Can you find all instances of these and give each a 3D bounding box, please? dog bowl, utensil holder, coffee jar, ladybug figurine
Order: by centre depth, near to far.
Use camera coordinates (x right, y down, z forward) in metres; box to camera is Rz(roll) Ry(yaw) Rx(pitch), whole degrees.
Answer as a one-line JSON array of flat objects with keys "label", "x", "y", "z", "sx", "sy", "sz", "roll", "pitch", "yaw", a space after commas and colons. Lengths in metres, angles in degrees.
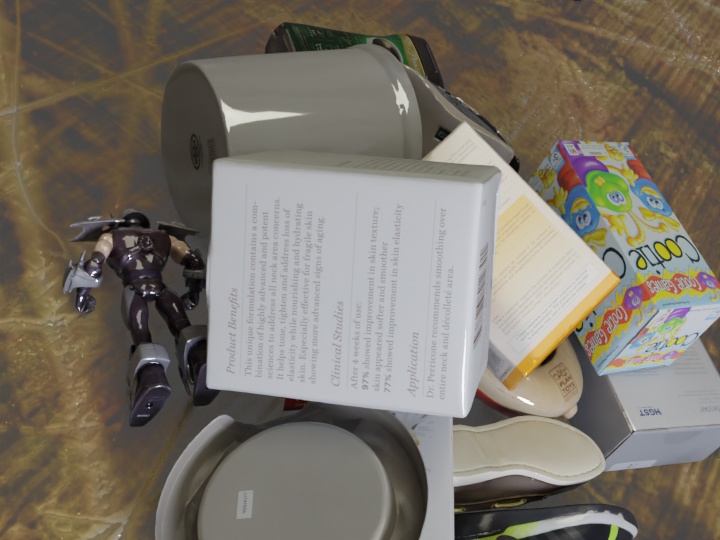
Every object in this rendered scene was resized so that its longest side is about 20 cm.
[{"label": "dog bowl", "x": -0.045, "y": 0.181, "z": 0.756, "sx": 0.196, "sy": 0.059, "sz": 0.202, "roll": -7, "pitch": 46, "yaw": 7}, {"label": "utensil holder", "x": -0.068, "y": -0.121, "z": 0.986, "sx": 0.197, "sy": 0.171, "sz": 0.172, "roll": -10, "pitch": 58, "yaw": -30}, {"label": "ladybug figurine", "x": 0.128, "y": 0.070, "z": 1.005, "sx": 0.135, "sy": 0.072, "sz": 0.201, "roll": -25, "pitch": 68, "yaw": -43}, {"label": "coffee jar", "x": -0.004, "y": -0.212, "z": 1.162, "sx": 0.197, "sy": 0.086, "sz": 0.106, "roll": -2, "pitch": 59, "yaw": -31}]

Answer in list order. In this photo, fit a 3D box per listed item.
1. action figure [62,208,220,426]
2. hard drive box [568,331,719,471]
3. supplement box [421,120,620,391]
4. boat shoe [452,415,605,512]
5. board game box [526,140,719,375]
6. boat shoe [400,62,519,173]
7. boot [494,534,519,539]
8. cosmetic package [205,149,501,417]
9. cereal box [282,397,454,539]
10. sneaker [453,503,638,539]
[{"label": "action figure", "x": -0.178, "y": 0.023, "z": 0.873, "sx": 0.128, "sy": 0.070, "sz": 0.202, "roll": -6, "pitch": 52, "yaw": -25}, {"label": "hard drive box", "x": 0.272, "y": 0.092, "z": 1.069, "sx": 0.153, "sy": 0.077, "sz": 0.203, "roll": 2, "pitch": 51, "yaw": -29}, {"label": "supplement box", "x": 0.112, "y": -0.013, "z": 0.932, "sx": 0.126, "sy": 0.074, "sz": 0.200, "roll": -40, "pitch": 79, "yaw": -12}, {"label": "boat shoe", "x": 0.126, "y": 0.175, "z": 0.922, "sx": 0.197, "sy": 0.060, "sz": 0.072, "roll": 2, "pitch": 41, "yaw": -30}, {"label": "board game box", "x": 0.245, "y": -0.016, "z": 1.016, "sx": 0.103, "sy": 0.104, "sz": 0.202, "roll": -3, "pitch": 54, "yaw": -32}, {"label": "boat shoe", "x": 0.081, "y": -0.157, "z": 1.123, "sx": 0.199, "sy": 0.075, "sz": 0.093, "roll": 38, "pitch": 15, "yaw": -2}, {"label": "boot", "x": 0.080, "y": 0.314, "z": 0.747, "sx": 0.198, "sy": 0.064, "sz": 0.189, "roll": -19, "pitch": 84, "yaw": -37}, {"label": "cosmetic package", "x": 0.000, "y": 0.000, "z": 0.806, "sx": 0.196, "sy": 0.171, "sz": 0.166, "roll": 6, "pitch": 11, "yaw": 11}, {"label": "cereal box", "x": 0.003, "y": 0.169, "z": 0.824, "sx": 0.141, "sy": 0.040, "sz": 0.203, "roll": -4, "pitch": 48, "yaw": 7}, {"label": "sneaker", "x": 0.151, "y": 0.244, "z": 0.889, "sx": 0.196, "sy": 0.071, "sz": 0.085, "roll": 3, "pitch": 75, "yaw": -27}]
